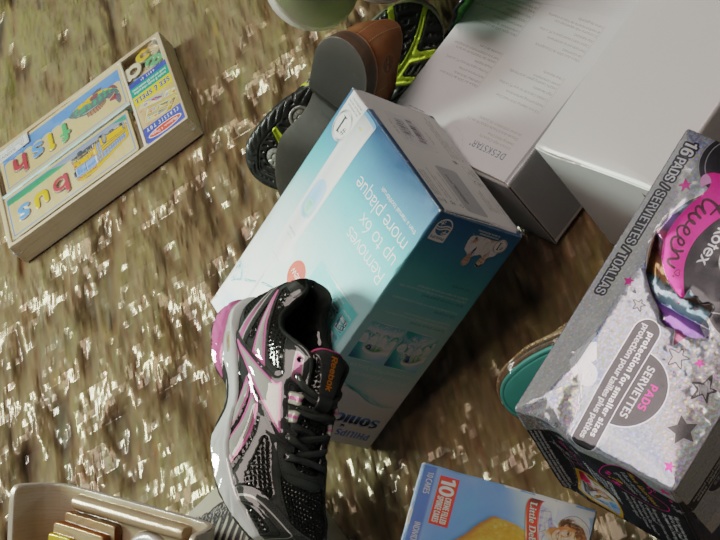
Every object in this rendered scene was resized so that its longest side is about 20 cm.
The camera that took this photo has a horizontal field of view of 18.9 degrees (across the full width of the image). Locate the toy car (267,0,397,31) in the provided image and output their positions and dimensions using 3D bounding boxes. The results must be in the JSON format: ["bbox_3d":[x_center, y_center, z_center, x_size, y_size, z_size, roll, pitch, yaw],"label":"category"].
[{"bbox_3d":[0.009,-0.283,1.685,0.199,0.151,0.175,-25,7,-28],"label":"toy car"}]

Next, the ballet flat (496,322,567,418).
[{"bbox_3d":[0.183,0.046,1.413,0.199,0.071,0.065,-18,21,23],"label":"ballet flat"}]

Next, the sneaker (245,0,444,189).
[{"bbox_3d":[-0.007,-0.136,1.709,0.200,0.076,0.076,-38,6,17],"label":"sneaker"}]

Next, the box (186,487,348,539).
[{"bbox_3d":[-0.037,0.213,1.440,0.082,0.068,0.200,-43,41,0],"label":"box"}]

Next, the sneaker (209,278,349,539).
[{"bbox_3d":[-0.047,0.088,1.412,0.086,0.080,0.201,-34,53,32],"label":"sneaker"}]

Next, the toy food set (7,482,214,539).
[{"bbox_3d":[-0.178,0.234,1.490,0.199,0.060,0.145,9,99,42],"label":"toy food set"}]

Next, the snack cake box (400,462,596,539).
[{"bbox_3d":[0.066,0.231,1.306,0.114,0.067,0.201,14,62,5],"label":"snack cake box"}]

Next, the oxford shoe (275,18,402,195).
[{"bbox_3d":[-0.010,-0.108,1.633,0.071,0.201,0.071,43,49,15],"label":"oxford shoe"}]

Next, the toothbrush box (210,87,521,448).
[{"bbox_3d":[0.000,0.000,1.514,0.201,0.085,0.147,-55,44,23],"label":"toothbrush box"}]

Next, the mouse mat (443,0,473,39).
[{"bbox_3d":[0.115,-0.247,1.627,0.161,0.008,0.200,-53,1,-2],"label":"mouse mat"}]

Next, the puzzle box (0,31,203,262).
[{"bbox_3d":[-0.235,-0.109,1.889,0.199,0.025,0.134,-35,43,11],"label":"puzzle box"}]

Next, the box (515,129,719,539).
[{"bbox_3d":[0.200,0.045,1.266,0.114,0.132,0.201,26,75,28],"label":"box"}]

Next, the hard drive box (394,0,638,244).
[{"bbox_3d":[0.134,-0.140,1.579,0.200,0.077,0.155,-51,41,-8],"label":"hard drive box"}]

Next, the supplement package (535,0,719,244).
[{"bbox_3d":[0.235,-0.112,1.441,0.119,0.121,0.201,25,74,46],"label":"supplement package"}]
